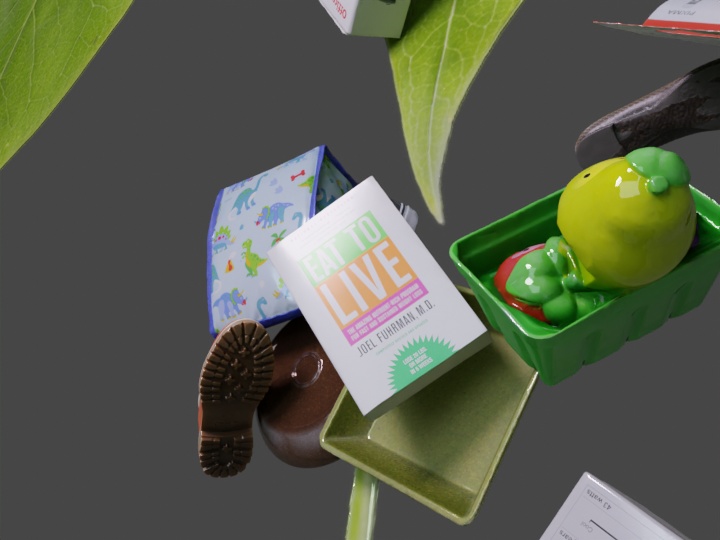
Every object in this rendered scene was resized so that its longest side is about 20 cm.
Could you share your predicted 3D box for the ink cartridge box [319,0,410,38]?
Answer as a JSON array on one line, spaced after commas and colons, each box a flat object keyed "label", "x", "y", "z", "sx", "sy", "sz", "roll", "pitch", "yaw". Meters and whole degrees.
[{"label": "ink cartridge box", "x": 0.017, "y": -0.428, "z": 1.086, "sx": 0.144, "sy": 0.084, "sz": 0.200, "roll": -118, "pitch": 36, "yaw": -44}]

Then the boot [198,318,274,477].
[{"label": "boot", "x": -0.147, "y": 0.120, "z": 0.911, "sx": 0.107, "sy": 0.075, "sz": 0.200, "roll": -111, "pitch": 33, "yaw": -54}]

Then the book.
[{"label": "book", "x": 0.012, "y": 0.024, "z": 0.782, "sx": 0.134, "sy": 0.048, "sz": 0.200, "roll": -34, "pitch": 61, "yaw": -1}]

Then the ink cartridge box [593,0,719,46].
[{"label": "ink cartridge box", "x": 0.317, "y": -0.210, "z": 0.681, "sx": 0.162, "sy": 0.200, "sz": 0.050, "roll": 24, "pitch": 111, "yaw": 46}]

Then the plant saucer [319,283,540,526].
[{"label": "plant saucer", "x": 0.079, "y": 0.116, "z": 0.783, "sx": 0.200, "sy": 0.048, "sz": 0.200, "roll": 17, "pitch": 76, "yaw": 45}]

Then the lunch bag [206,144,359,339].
[{"label": "lunch bag", "x": -0.087, "y": -0.020, "z": 0.956, "sx": 0.170, "sy": 0.127, "sz": 0.200, "roll": -21, "pitch": 42, "yaw": 30}]

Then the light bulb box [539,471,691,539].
[{"label": "light bulb box", "x": 0.187, "y": 0.277, "z": 0.532, "sx": 0.198, "sy": 0.125, "sz": 0.200, "roll": 34, "pitch": 89, "yaw": 46}]

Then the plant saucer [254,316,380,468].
[{"label": "plant saucer", "x": -0.050, "y": 0.114, "z": 0.906, "sx": 0.200, "sy": 0.037, "sz": 0.201, "roll": -20, "pitch": 53, "yaw": 30}]

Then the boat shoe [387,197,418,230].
[{"label": "boat shoe", "x": 0.000, "y": 0.000, "z": 0.861, "sx": 0.072, "sy": 0.071, "sz": 0.200, "roll": -50, "pitch": 15, "yaw": 49}]

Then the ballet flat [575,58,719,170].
[{"label": "ballet flat", "x": 0.294, "y": -0.147, "z": 0.764, "sx": 0.200, "sy": 0.067, "sz": 0.046, "roll": -24, "pitch": 18, "yaw": 31}]

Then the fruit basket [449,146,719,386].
[{"label": "fruit basket", "x": 0.186, "y": -0.028, "z": 0.637, "sx": 0.216, "sy": 0.216, "sz": 0.156, "roll": -46, "pitch": 43, "yaw": 8}]
